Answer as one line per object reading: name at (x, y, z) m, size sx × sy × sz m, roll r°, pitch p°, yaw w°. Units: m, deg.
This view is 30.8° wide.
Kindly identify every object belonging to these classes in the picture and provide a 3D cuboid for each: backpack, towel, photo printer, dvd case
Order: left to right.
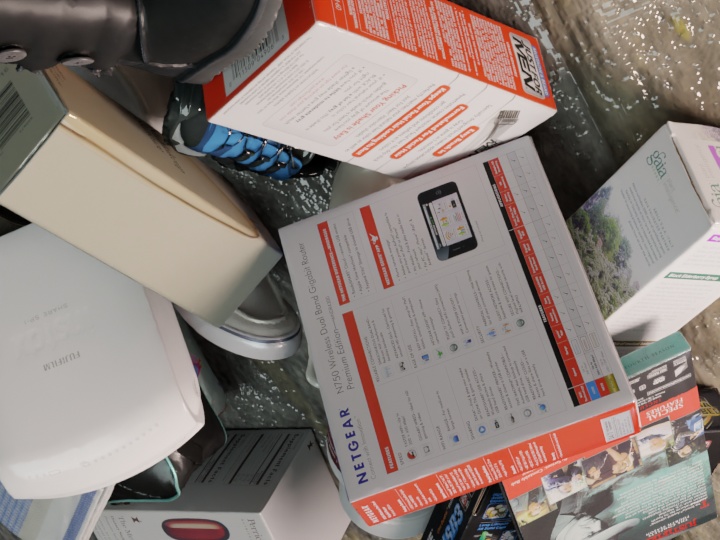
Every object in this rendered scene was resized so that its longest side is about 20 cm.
towel at (-0.289, 0.147, 1.070) m, size 0.199 × 0.024 × 0.147 m, roll 38°, pitch 129°, yaw 11°
photo printer at (-0.214, 0.062, 0.973) m, size 0.165 × 0.069 × 0.202 m, roll -21°, pitch 79°, yaw 5°
backpack at (-0.227, 0.110, 1.119) m, size 0.199 × 0.153 × 0.177 m, roll -20°, pitch 108°, yaw 27°
dvd case at (0.166, 0.138, 0.885) m, size 0.145 × 0.022 × 0.201 m, roll -25°, pitch 133°, yaw -1°

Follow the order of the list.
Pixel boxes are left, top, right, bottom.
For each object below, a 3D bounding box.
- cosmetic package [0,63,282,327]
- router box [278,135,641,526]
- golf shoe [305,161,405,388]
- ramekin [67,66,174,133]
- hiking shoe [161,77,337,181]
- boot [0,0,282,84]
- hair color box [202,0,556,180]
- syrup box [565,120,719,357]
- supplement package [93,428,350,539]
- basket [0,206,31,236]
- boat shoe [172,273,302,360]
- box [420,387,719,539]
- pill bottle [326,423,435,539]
cosmetic package at (-0.152, -0.052, 0.838) m, size 0.073 × 0.104 × 0.200 m, roll -47°, pitch 138°, yaw 9°
router box at (0.057, 0.033, 0.818) m, size 0.178 × 0.201 × 0.049 m, roll -20°, pitch 149°, yaw 6°
golf shoe at (0.000, 0.000, 0.966) m, size 0.077 × 0.088 × 0.201 m, roll 19°, pitch 129°, yaw 16°
ramekin at (-0.207, -0.144, 0.932) m, size 0.200 × 0.095 × 0.203 m, roll 10°, pitch 138°, yaw 9°
hiking shoe at (-0.071, -0.104, 0.879) m, size 0.086 × 0.200 × 0.075 m, roll 13°, pitch 92°, yaw 10°
boot at (-0.154, -0.146, 0.674) m, size 0.198 × 0.066 × 0.165 m, roll 3°, pitch 162°, yaw -25°
hair color box at (0.012, -0.120, 0.809) m, size 0.199 × 0.064 × 0.111 m, roll 14°, pitch 145°, yaw -39°
syrup box at (0.178, -0.002, 0.855) m, size 0.081 × 0.079 × 0.200 m, roll 4°, pitch 143°, yaw -35°
supplement package at (-0.129, 0.220, 1.181) m, size 0.198 × 0.110 × 0.114 m, roll -6°, pitch 121°, yaw 31°
basket at (-0.328, -0.029, 1.088) m, size 0.181 × 0.136 × 0.200 m, roll 50°, pitch 128°, yaw -1°
boat shoe at (-0.113, -0.010, 1.000) m, size 0.200 × 0.070 × 0.070 m, roll 41°, pitch 132°, yaw 35°
box at (0.152, 0.173, 0.959) m, size 0.198 × 0.050 × 0.200 m, roll -2°, pitch 131°, yaw -23°
pill bottle at (0.032, 0.099, 0.949) m, size 0.112 × 0.113 × 0.201 m, roll 19°, pitch 132°, yaw 14°
